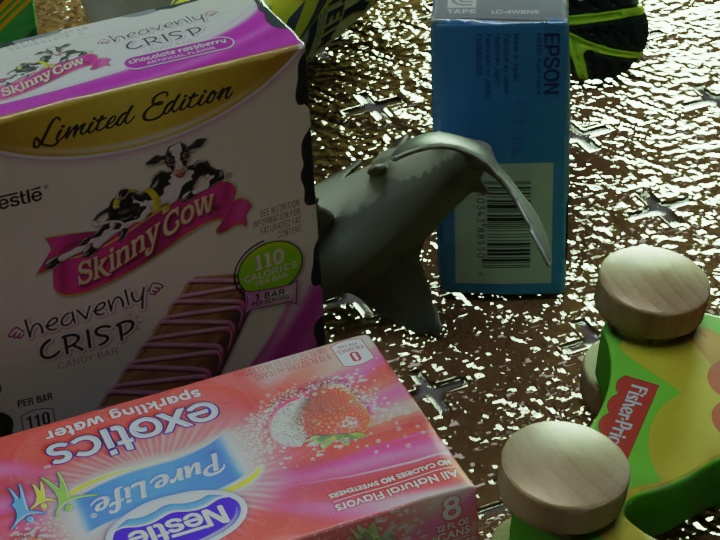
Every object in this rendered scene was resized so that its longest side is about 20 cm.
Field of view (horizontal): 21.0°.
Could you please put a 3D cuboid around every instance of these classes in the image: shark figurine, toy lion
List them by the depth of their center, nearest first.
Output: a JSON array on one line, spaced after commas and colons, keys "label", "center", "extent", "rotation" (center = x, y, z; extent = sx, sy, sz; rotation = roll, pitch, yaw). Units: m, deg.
[{"label": "toy lion", "center": [0.166, 0.074, 0.758], "extent": [0.191, 0.069, 0.200], "rotation": [17, 38, 16]}, {"label": "shark figurine", "center": [0.019, -0.011, 0.855], "extent": [0.214, 0.090, 0.128], "rotation": [-25, 9, 44]}]

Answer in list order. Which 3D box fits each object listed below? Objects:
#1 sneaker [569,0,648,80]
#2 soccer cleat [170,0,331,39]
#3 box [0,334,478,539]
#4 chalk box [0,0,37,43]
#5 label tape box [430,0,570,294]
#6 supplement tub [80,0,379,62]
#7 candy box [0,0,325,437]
[{"label": "sneaker", "center": [0.076, -0.186, 1.079], "extent": [0.075, 0.200, 0.076], "rotation": [-40, 14, 17]}, {"label": "soccer cleat", "center": [-0.031, -0.153, 0.942], "extent": [0.065, 0.084, 0.200], "rotation": [42, 74, -3]}, {"label": "box", "center": [-0.066, 0.110, 0.684], "extent": [0.199, 0.095, 0.103], "rotation": [-15, 36, -16]}, {"label": "chalk box", "center": [-0.291, -0.164, 1.037], "extent": [0.124, 0.125, 0.200], "rotation": [9, 23, 38]}, {"label": "label tape box", "center": [0.071, -0.102, 0.949], "extent": [0.066, 0.144, 0.200], "rotation": [1, 33, 7]}, {"label": "supplement tub", "center": [-0.051, -0.193, 1.098], "extent": [0.144, 0.146, 0.200], "rotation": [14, 38, 25]}, {"label": "candy box", "center": [-0.086, 0.005, 0.751], "extent": [0.136, 0.201, 0.061], "rotation": [-16, 35, -18]}]
